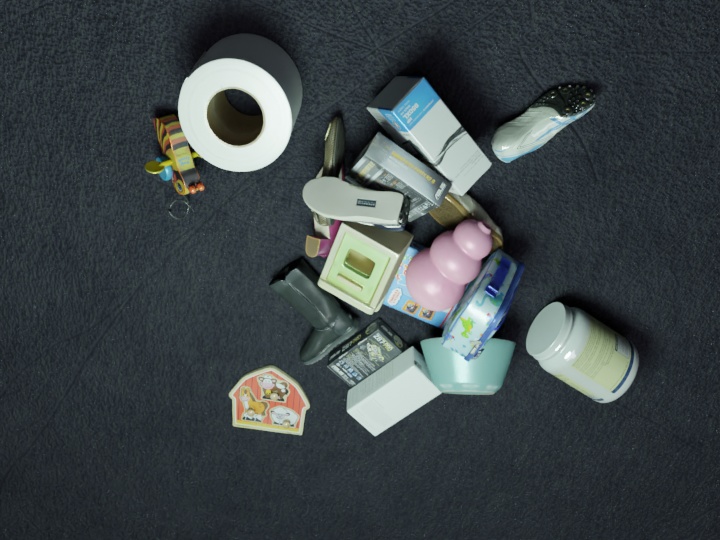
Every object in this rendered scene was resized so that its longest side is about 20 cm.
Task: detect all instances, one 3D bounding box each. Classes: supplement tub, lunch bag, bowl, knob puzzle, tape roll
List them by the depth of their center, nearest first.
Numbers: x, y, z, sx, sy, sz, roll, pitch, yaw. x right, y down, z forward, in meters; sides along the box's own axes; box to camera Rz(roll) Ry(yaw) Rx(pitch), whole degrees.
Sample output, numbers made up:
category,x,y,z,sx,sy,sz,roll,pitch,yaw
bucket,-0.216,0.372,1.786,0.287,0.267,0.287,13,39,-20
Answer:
category,x,y,z,sx,sy,sz,roll,pitch,yaw
tape roll,-0.207,-0.296,1.344,0.198,0.140,0.206,2,124,3
lunch bag,0.234,0.062,1.445,0.082,0.201,0.162,31,132,4
supplement tub,0.458,0.168,1.580,0.198,0.146,0.146,31,121,-15
bowl,0.221,0.201,1.583,0.196,0.201,0.107,3,79,1
knob puzzle,-0.216,0.310,1.802,0.215,0.031,0.223,3,123,4

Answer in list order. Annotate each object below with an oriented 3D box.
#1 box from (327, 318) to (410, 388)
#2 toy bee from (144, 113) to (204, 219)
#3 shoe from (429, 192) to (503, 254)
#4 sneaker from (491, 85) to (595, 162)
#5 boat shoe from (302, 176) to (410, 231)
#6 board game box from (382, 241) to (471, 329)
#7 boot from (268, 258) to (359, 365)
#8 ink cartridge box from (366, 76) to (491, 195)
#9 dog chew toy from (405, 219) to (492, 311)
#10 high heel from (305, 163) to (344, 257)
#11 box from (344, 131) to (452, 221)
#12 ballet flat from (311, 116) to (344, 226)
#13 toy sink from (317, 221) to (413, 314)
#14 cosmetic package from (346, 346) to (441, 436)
category,x,y,z,sx,sy,sz,roll,pitch,yaw
box,0.048,0.221,1.710,0.160,0.049,0.200,-36,113,26
toy bee,-0.329,-0.192,1.441,0.131,0.108,0.202,-44,130,-20
shoe,0.200,-0.109,1.486,0.199,0.054,0.070,37,142,-13
sneaker,0.328,-0.263,1.368,0.198,0.073,0.072,-29,151,14
boat shoe,-0.004,-0.112,1.379,0.196,0.076,0.093,14,170,13
board game box,0.148,0.036,1.587,0.197,0.037,0.153,22,122,-10
boot,-0.124,0.091,1.629,0.164,0.066,0.200,-37,116,16
ink cartridge box,0.120,-0.237,1.338,0.084,0.145,0.200,-45,112,-2
dog chew toy,0.176,-0.016,1.458,0.124,0.125,0.200,33,119,-16
high heel,-0.054,-0.123,1.508,0.066,0.096,0.204,16,104,25
box,0.063,-0.162,1.372,0.157,0.200,0.049,34,80,-6
ballet flat,-0.061,-0.184,1.419,0.045,0.067,0.204,9,101,16
toy sink,0.000,0.000,1.512,0.129,0.112,0.202,29,122,7
cosmetic package,0.072,0.265,1.666,0.199,0.075,0.102,-37,115,21
